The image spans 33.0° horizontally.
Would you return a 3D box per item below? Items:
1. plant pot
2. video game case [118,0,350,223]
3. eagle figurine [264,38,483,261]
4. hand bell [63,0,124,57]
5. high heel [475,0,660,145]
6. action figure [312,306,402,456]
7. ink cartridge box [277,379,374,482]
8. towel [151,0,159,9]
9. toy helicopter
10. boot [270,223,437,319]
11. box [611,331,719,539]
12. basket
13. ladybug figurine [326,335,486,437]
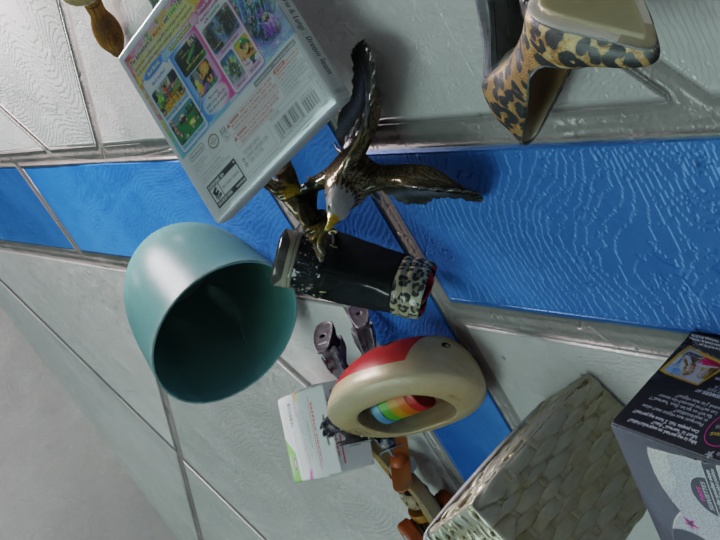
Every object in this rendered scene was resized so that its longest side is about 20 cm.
[{"bbox_3d":[-0.201,0.034,1.506,0.161,0.199,0.202,44,160,42],"label":"plant pot"},{"bbox_3d":[-0.114,-0.167,1.045,0.200,0.024,0.184,-39,80,43],"label":"video game case"},{"bbox_3d":[0.005,-0.090,1.061,0.150,0.153,0.199,16,142,-39],"label":"eagle figurine"},{"bbox_3d":[-0.289,-0.288,1.312,0.104,0.104,0.200,39,167,19],"label":"hand bell"},{"bbox_3d":[0.139,-0.122,0.788,0.200,0.071,0.144,44,157,54],"label":"high heel"},{"bbox_3d":[0.006,0.141,1.397,0.070,0.128,0.202,-117,5,-59],"label":"action figure"},{"bbox_3d":[-0.041,0.207,1.579,0.200,0.066,0.119,149,110,-67],"label":"ink cartridge box"},{"bbox_3d":[-0.160,-0.199,1.272,0.143,0.023,0.201,40,156,20],"label":"towel"},{"bbox_3d":[0.044,0.256,1.560,0.200,0.078,0.133,47,167,35],"label":"toy helicopter"},{"bbox_3d":[0.000,0.002,1.219,0.151,0.075,0.204,14,-174,7],"label":"boot"},{"bbox_3d":[0.297,0.169,0.918,0.131,0.115,0.202,16,141,52],"label":"box"},{"bbox_3d":[0.174,0.211,1.102,0.136,0.200,0.124,44,152,7],"label":"basket"},{"bbox_3d":[0.045,0.121,1.283,0.198,0.073,0.135,-23,143,38],"label":"ladybug figurine"}]
